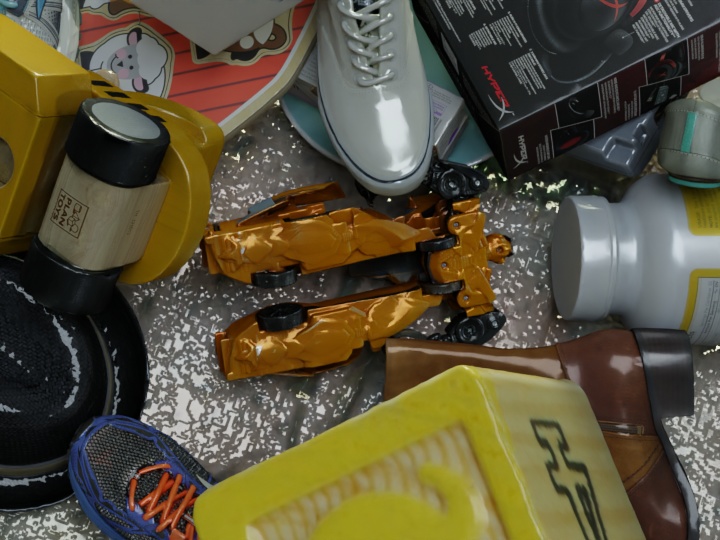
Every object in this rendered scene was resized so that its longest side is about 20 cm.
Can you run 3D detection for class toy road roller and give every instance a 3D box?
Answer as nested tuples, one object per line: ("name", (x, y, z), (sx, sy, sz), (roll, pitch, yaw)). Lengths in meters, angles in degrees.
("toy road roller", (-0.176, -0.069, 1.293), (0.199, 0.146, 0.124), (33, 113, 23))

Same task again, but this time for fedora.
("fedora", (-0.226, 0.048, 1.295), (0.199, 0.092, 0.202), (3, 74, -9))

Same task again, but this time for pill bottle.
("pill bottle", (0.230, -0.007, 1.377), (0.198, 0.112, 0.113), (1, 74, -9))

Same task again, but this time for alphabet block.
("alphabet block", (0.052, 0.181, 1.202), (0.195, 0.200, 0.197), (-29, 75, 19))

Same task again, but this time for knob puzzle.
("knob puzzle", (-0.114, -0.171, 1.369), (0.218, 0.030, 0.221), (-3, 69, 8))

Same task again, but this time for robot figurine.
("robot figurine", (0.000, 0.000, 1.350), (0.199, 0.058, 0.146), (-11, 106, -13))

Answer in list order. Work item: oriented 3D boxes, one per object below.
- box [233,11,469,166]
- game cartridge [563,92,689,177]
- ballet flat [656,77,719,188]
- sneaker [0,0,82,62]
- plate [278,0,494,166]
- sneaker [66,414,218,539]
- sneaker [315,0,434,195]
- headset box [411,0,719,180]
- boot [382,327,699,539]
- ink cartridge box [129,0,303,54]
("box", (-0.023, -0.130, 1.377), (0.199, 0.039, 0.042), (27, 73, 17))
("game cartridge", (0.173, -0.164, 1.417), (0.133, 0.042, 0.201), (20, 71, 37))
("ballet flat", (0.244, -0.095, 1.367), (0.067, 0.200, 0.064), (9, 102, 22))
("sneaker", (-0.222, -0.185, 1.344), (0.077, 0.086, 0.201), (12, 83, 36))
("plate", (0.038, -0.149, 1.411), (0.199, 0.026, 0.202), (-3, 68, 8))
("sneaker", (-0.094, 0.159, 1.278), (0.200, 0.078, 0.075), (42, 69, -10))
("sneaker", (0.001, -0.147, 1.313), (0.072, 0.071, 0.201), (-12, 74, -1))
("headset box", (0.147, -0.172, 1.348), (0.199, 0.075, 0.149), (-27, 65, -3))
("boot", (0.111, 0.131, 1.334), (0.198, 0.069, 0.190), (-4, 106, -2))
("ink cartridge box", (-0.048, -0.247, 1.285), (0.086, 0.199, 0.147), (28, 45, -41))
